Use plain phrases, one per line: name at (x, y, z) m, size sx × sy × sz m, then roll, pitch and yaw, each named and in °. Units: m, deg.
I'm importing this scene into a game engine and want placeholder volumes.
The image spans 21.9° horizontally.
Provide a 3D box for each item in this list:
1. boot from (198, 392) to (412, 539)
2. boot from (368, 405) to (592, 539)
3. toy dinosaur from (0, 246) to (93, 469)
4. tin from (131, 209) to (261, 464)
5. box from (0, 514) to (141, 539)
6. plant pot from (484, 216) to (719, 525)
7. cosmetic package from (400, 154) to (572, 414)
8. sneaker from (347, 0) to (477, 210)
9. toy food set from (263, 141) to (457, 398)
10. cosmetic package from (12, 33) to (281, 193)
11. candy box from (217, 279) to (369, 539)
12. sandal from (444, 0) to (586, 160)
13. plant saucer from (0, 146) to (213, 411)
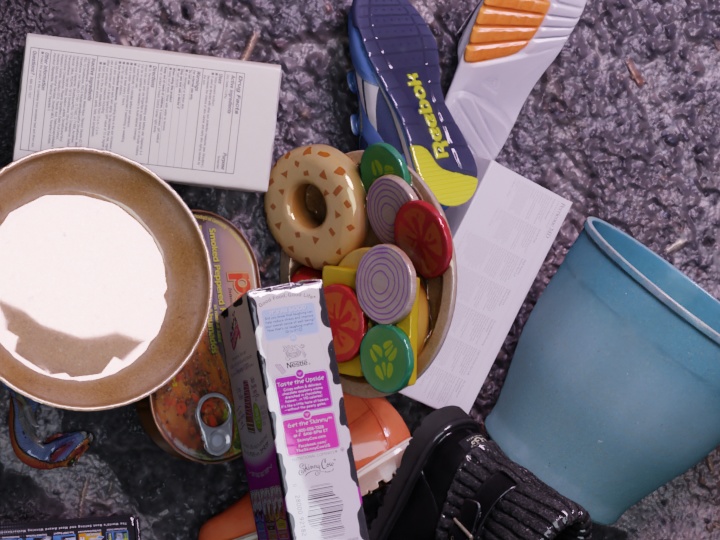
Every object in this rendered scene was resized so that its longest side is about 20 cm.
boot at (-0.057, 0.159, 1.504) m, size 0.200 × 0.075 × 0.107 m, roll -30°, pitch 82°, yaw -5°
boot at (0.085, 0.227, 1.449) m, size 0.079 × 0.158 × 0.211 m, roll -15°, pitch 133°, yaw -40°
toy dinosaur at (-0.251, 0.060, 1.472) m, size 0.105 × 0.200 × 0.182 m, roll -2°, pitch 123°, yaw -38°
tin at (-0.129, 0.053, 1.475) m, size 0.112 × 0.042 × 0.200 m, roll -7°, pitch 89°, yaw -28°
box at (-0.265, 0.277, 1.443) m, size 0.200 × 0.044 × 0.160 m, roll -2°, pitch 62°, yaw -9°
plant pot at (0.205, 0.092, 1.487) m, size 0.200 × 0.200 × 0.188 m, roll 34°, pitch 102°, yaw -10°
cosmetic package at (0.087, 0.014, 1.515) m, size 0.082 × 0.051 × 0.200 m, roll 26°, pitch 91°, yaw -19°
sneaker at (0.025, -0.131, 1.492) m, size 0.074 × 0.082 × 0.200 m, roll -4°, pitch 70°, yaw -32°
toy food set at (0.000, 0.000, 1.446) m, size 0.049 × 0.198 × 0.200 m, roll -2°, pitch 96°, yaw -45°
cosmetic package at (-0.168, -0.121, 1.462) m, size 0.200 × 0.071 × 0.105 m, roll 8°, pitch 91°, yaw -10°
candy box at (-0.052, 0.116, 1.399) m, size 0.061 × 0.136 × 0.200 m, roll -10°, pitch 84°, yaw -15°
sandal at (0.108, -0.174, 1.517) m, size 0.079 × 0.059 × 0.207 m, roll 22°, pitch 110°, yaw -20°
plant saucer at (-0.211, 0.008, 1.394) m, size 0.200 × 0.035 × 0.200 m, roll 5°, pitch 76°, yaw -21°
